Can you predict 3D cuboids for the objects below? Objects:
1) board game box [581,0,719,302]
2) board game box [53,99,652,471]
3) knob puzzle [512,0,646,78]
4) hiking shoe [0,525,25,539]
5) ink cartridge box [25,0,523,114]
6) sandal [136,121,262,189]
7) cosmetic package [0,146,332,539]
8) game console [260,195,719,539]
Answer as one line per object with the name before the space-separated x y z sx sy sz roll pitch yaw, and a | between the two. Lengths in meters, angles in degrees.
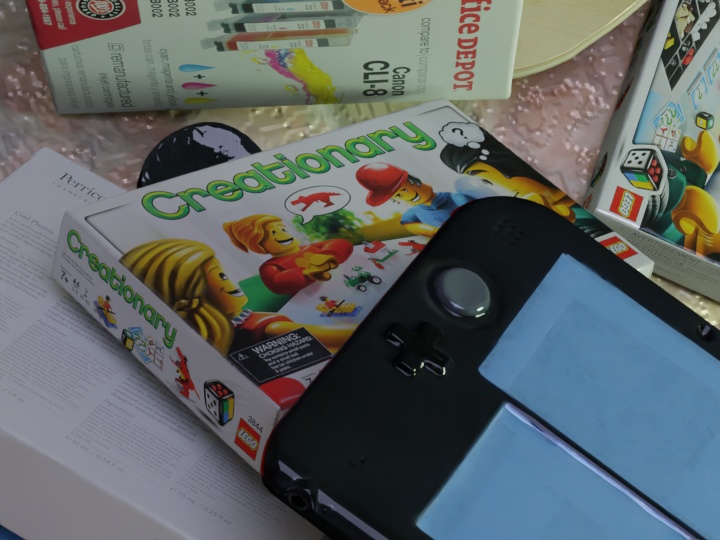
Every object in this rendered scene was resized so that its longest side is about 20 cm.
board game box | 0.185 -0.080 1.126 0.126 0.035 0.201 23 67 -6
board game box | 0.000 0.000 0.952 0.200 0.035 0.126 -20 48 -40
knob puzzle | 0.048 -0.162 1.109 0.219 0.030 0.220 0 69 0
hiking shoe | -0.131 0.107 0.966 0.199 0.075 0.087 -7 51 -18
ink cartridge box | -0.034 -0.158 1.013 0.199 0.145 0.145 -3 70 -1
sandal | -0.020 0.021 1.027 0.075 0.048 0.201 -39 84 -23
cosmetic package | -0.083 0.046 0.944 0.200 0.052 0.151 29 41 13
game console | 0.084 0.072 0.855 0.200 0.031 0.177 36 43 5
